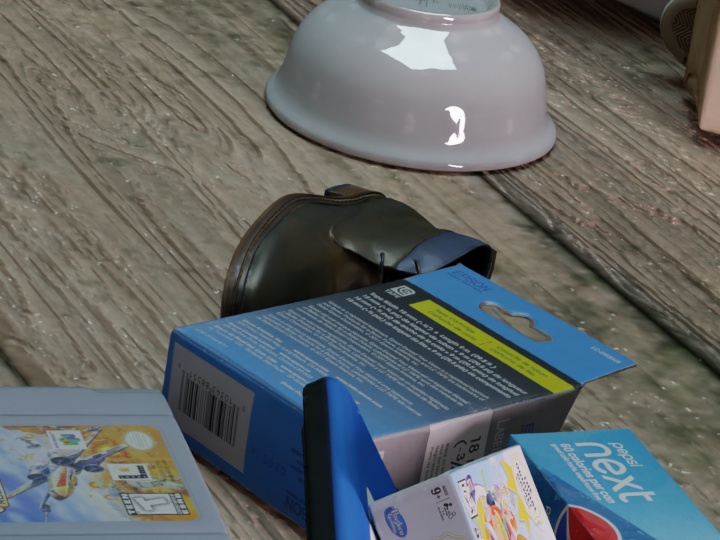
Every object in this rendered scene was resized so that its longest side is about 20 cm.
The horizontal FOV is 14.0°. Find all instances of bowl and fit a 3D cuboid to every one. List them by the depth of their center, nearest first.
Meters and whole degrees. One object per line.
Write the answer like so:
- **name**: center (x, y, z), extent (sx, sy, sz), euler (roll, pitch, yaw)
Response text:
- **bowl**: center (0.039, -0.144, 1.964), extent (0.200, 0.091, 0.201), euler (7, 24, -3)

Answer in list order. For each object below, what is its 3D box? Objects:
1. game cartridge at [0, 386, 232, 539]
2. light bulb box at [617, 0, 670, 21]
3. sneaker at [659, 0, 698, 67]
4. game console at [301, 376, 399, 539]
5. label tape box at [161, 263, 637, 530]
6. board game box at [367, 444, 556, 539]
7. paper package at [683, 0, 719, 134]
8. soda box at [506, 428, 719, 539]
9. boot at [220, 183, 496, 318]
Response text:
- **game cartridge**: center (-0.139, 0.109, 1.383), extent (0.133, 0.042, 0.200), euler (5, 23, -20)
- **light bulb box**: center (0.238, -0.301, 2.245), extent (0.198, 0.125, 0.200), euler (25, 44, 5)
- **sneaker**: center (0.314, -0.172, 2.153), extent (0.199, 0.071, 0.113), euler (16, 27, -4)
- **game console**: center (-0.024, 0.166, 1.079), extent (0.118, 0.171, 0.200), euler (-22, 23, 7)
- **label tape box**: center (0.020, 0.066, 1.504), extent (0.199, 0.064, 0.144), euler (-11, 30, -40)
- **board game box**: center (0.068, 0.168, 1.095), extent (0.034, 0.201, 0.134), euler (-22, -4, 13)
- **paper package**: center (0.339, -0.181, 2.030), extent (0.199, 0.191, 0.104), euler (8, 19, -4)
- **soda box**: center (0.130, 0.147, 1.358), extent (0.068, 0.064, 0.200), euler (0, 24, -21)
- **boot**: center (0.000, 0.000, 1.636), extent (0.097, 0.075, 0.200), euler (15, 22, 21)
